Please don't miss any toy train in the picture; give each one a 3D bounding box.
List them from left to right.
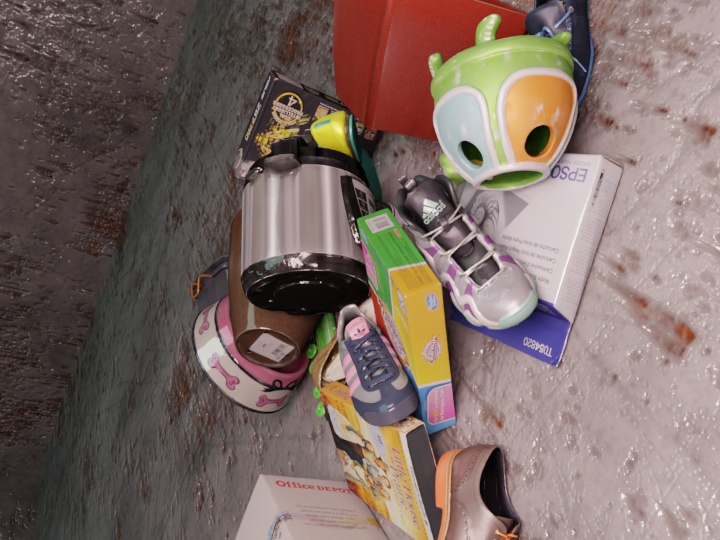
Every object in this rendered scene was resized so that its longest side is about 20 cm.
[{"bbox_3d":[-0.049,0.131,1.029,0.056,0.041,0.203,-41,42,29],"label":"toy train"}]

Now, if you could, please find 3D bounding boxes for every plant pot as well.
[{"bbox_3d":[-0.118,0.030,1.009,0.187,0.184,0.204,-43,30,41],"label":"plant pot"},{"bbox_3d":[0.067,-0.279,0.887,0.201,0.195,0.180,-122,43,-53],"label":"plant pot"}]

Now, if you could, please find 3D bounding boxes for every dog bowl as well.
[{"bbox_3d":[-0.162,0.116,1.081,0.074,0.198,0.203,-43,41,26],"label":"dog bowl"}]

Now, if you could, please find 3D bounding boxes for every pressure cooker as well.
[{"bbox_3d":[-0.069,-0.063,0.877,0.175,0.174,0.205,-38,49,54],"label":"pressure cooker"}]

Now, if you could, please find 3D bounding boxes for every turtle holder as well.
[{"bbox_3d":[0.126,-0.149,0.684,0.183,0.139,0.136,-11,80,41],"label":"turtle holder"}]

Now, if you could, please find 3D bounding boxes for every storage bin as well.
[{"bbox_3d":[-0.245,0.071,1.311,0.199,0.143,0.138,-33,59,49],"label":"storage bin"}]

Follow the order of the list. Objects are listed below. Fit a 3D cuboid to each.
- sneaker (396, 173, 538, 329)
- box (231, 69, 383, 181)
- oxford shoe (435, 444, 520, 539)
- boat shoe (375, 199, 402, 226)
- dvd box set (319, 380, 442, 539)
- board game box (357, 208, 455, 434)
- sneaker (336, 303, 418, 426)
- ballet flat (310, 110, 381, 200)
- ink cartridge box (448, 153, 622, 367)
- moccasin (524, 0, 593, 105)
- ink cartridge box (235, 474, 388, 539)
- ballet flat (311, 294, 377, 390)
[{"bbox_3d":[0.086,-0.035,0.678,0.077,0.141,0.200,-40,36,-2],"label":"sneaker"},{"bbox_3d":[-0.081,-0.193,1.072,0.164,0.196,0.049,-60,32,21],"label":"box"},{"bbox_3d":[0.114,0.266,0.655,0.072,0.070,0.205,-32,49,43],"label":"oxford shoe"},{"bbox_3d":[0.001,0.000,0.971,0.073,0.067,0.204,28,101,60],"label":"boat shoe"},{"bbox_3d":[0.025,0.219,0.795,0.199,0.029,0.150,10,119,60],"label":"dvd box set"},{"bbox_3d":[0.052,0.057,0.772,0.154,0.039,0.204,-120,15,-52],"label":"board game box"},{"bbox_3d":[0.007,0.101,0.777,0.200,0.069,0.084,-137,26,-70],"label":"sneaker"},{"bbox_3d":[-0.021,-0.151,0.963,0.065,0.201,0.069,-7,65,12],"label":"ballet flat"},{"bbox_3d":[0.163,-0.026,0.733,0.198,0.040,0.205,21,95,60],"label":"ink cartridge box"},{"bbox_3d":[0.203,-0.264,0.747,0.080,0.067,0.206,-20,61,54],"label":"moccasin"},{"bbox_3d":[-0.052,0.365,0.815,0.200,0.144,0.148,43,113,58],"label":"ink cartridge box"},{"bbox_3d":[-0.002,0.087,0.917,0.201,0.067,0.073,-53,18,16],"label":"ballet flat"}]
